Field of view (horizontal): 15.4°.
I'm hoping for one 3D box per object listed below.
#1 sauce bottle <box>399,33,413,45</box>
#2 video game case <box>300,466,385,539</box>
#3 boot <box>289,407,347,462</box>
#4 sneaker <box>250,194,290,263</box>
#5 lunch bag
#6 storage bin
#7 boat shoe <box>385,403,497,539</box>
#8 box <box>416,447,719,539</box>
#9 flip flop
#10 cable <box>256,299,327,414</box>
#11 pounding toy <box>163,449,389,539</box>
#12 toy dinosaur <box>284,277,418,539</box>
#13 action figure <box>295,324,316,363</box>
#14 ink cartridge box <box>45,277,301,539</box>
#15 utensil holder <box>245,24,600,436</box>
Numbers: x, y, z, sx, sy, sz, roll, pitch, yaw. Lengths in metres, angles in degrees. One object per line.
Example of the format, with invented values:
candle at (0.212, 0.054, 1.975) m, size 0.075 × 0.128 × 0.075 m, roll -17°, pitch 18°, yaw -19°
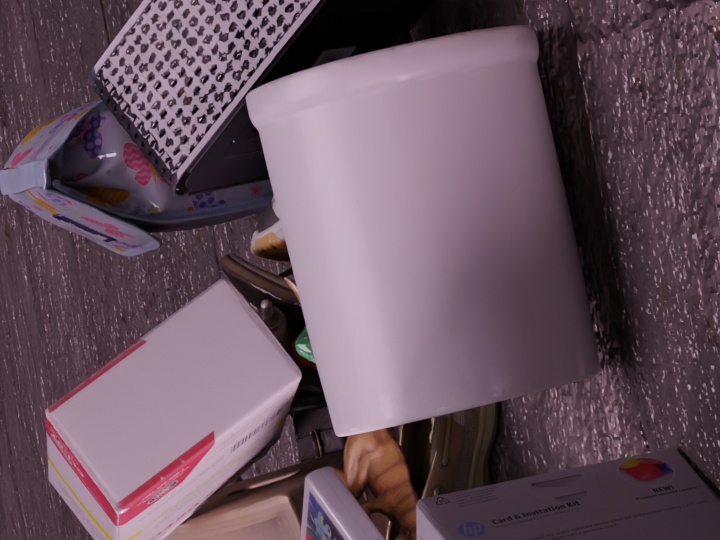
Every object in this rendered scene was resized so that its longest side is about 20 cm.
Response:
sauce bottle at (0.003, -0.199, 1.668) m, size 0.066 × 0.066 × 0.201 m, roll 153°, pitch 106°, yaw -70°
video game case at (0.020, 0.246, 1.622) m, size 0.200 × 0.023 × 0.183 m, roll 52°, pitch 152°, yaw 34°
boot at (-0.041, 0.100, 1.933) m, size 0.200 × 0.069 × 0.175 m, roll 171°, pitch 90°, yaw -69°
sneaker at (-0.022, -0.058, 1.826) m, size 0.200 × 0.075 × 0.088 m, roll 143°, pitch 132°, yaw -67°
lunch bag at (-0.159, -0.077, 1.980) m, size 0.169 × 0.199 × 0.128 m, roll 173°, pitch 87°, yaw -70°
storage bin at (-0.051, -0.148, 1.591) m, size 0.094 × 0.135 × 0.200 m, roll 51°, pitch 121°, yaw 16°
boat shoe at (0.045, 0.099, 1.699) m, size 0.073 × 0.063 × 0.202 m, roll -132°, pitch 36°, yaw -56°
box at (0.135, 0.165, 1.339) m, size 0.200 × 0.155 × 0.041 m, roll -131°, pitch 37°, yaw -55°
flip flop at (-0.017, 0.018, 1.806) m, size 0.199 × 0.058 × 0.081 m, roll 7°, pitch 142°, yaw 47°
cable at (-0.057, 0.079, 1.857) m, size 0.200 × 0.097 × 0.051 m, roll 96°, pitch -166°, yaw -68°
pounding toy at (-0.052, 0.207, 1.848) m, size 0.199 × 0.142 × 0.185 m, roll -20°, pitch 94°, yaw 42°
toy dinosaur at (0.005, 0.108, 1.651) m, size 0.201 × 0.060 × 0.106 m, roll 63°, pitch 152°, yaw 22°
action figure at (0.000, 0.000, 1.637) m, size 0.200 × 0.054 × 0.119 m, roll -61°, pitch -34°, yaw -58°
ink cartridge box at (-0.123, 0.102, 1.706) m, size 0.084 × 0.145 × 0.200 m, roll 50°, pitch 165°, yaw 9°
utensil holder at (0.039, -0.021, 1.504) m, size 0.170 × 0.169 × 0.201 m, roll 159°, pitch 98°, yaw -70°
